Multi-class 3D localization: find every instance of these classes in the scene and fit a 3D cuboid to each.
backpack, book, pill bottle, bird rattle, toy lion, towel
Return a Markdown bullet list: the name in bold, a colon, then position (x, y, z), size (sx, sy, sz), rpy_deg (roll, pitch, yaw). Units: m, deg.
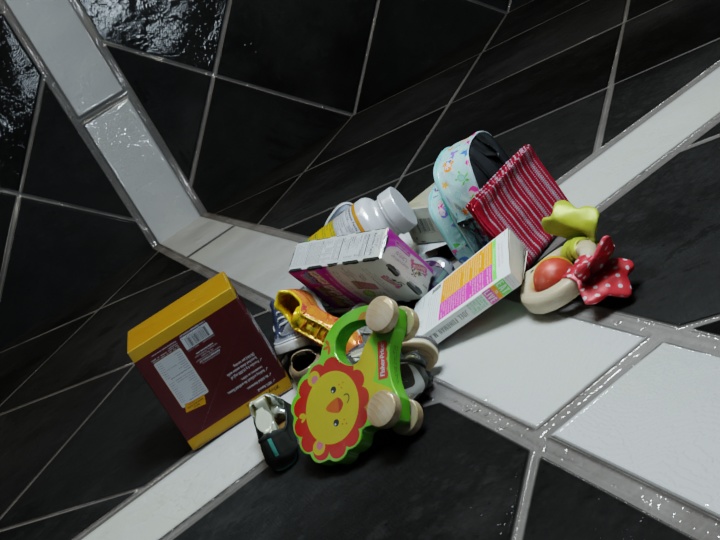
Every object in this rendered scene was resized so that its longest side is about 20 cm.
- **backpack**: position (0.200, -0.123, 1.562), size (0.149, 0.201, 0.178), rpy_deg (-19, 21, 32)
- **book**: position (0.156, 0.037, 1.396), size (0.199, 0.048, 0.134), rpy_deg (-38, 14, 25)
- **pill bottle**: position (-0.001, -0.057, 1.655), size (0.199, 0.111, 0.111), rpy_deg (-36, 15, 18)
- **bird rattle**: position (0.294, 0.005, 1.289), size (0.163, 0.113, 0.201), rpy_deg (-39, 24, 22)
- **toy lion**: position (-0.013, 0.152, 1.237), size (0.190, 0.068, 0.203), rpy_deg (-16, 63, 35)
- **towel**: position (0.260, -0.099, 1.489), size (0.200, 0.145, 0.022), rpy_deg (-45, 11, -36)

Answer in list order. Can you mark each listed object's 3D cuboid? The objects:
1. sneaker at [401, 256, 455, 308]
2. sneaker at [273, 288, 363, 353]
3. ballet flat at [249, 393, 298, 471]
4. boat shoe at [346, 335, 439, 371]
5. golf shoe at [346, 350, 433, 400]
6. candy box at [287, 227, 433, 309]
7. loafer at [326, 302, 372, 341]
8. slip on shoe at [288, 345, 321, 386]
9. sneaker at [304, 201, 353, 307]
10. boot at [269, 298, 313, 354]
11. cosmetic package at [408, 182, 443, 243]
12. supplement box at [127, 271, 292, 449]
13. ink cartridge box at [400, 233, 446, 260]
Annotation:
- **sneaker**: position (0.066, 0.029, 1.583), size (0.199, 0.075, 0.088), rpy_deg (-14, 29, 42)
- **sneaker**: position (-0.069, 0.096, 1.501), size (0.077, 0.074, 0.199), rpy_deg (-1, 25, -46)
- **ballet flat**: position (-0.128, 0.221, 1.376), size (0.068, 0.069, 0.200), rpy_deg (-32, 17, -4)
- **boat shoe**: position (0.035, 0.125, 1.368), size (0.199, 0.072, 0.065), rpy_deg (-24, 24, 39)
- **golf shoe**: position (0.002, 0.167, 1.299), size (0.199, 0.078, 0.095), rpy_deg (-20, 20, 35)
- **candy box**: position (0.000, 0.000, 1.524), size (0.198, 0.136, 0.062), rpy_deg (-6, 57, 38)
- **loafer**: position (0.008, 0.089, 1.511), size (0.070, 0.070, 0.199), rpy_deg (-39, 19, -36)
- **slip on shoe**: position (-0.085, 0.153, 1.506), size (0.075, 0.061, 0.200), rpy_deg (-30, 17, 1)
- **sneaker**: position (-0.042, -0.026, 1.796), size (0.146, 0.076, 0.204), rpy_deg (-133, 63, -74)
- **boot**: position (-0.128, 0.090, 1.622), size (0.072, 0.091, 0.200), rpy_deg (-18, 2, -10)
- **cosmetic package**: position (0.177, -0.132, 1.718), size (0.103, 0.074, 0.200), rpy_deg (-4, 29, 49)
- **supplement box**: position (-0.253, 0.148, 1.560), size (0.196, 0.201, 0.133), rpy_deg (-32, 17, -6)
- **ink cartridge box**: position (0.138, -0.057, 1.750), size (0.172, 0.044, 0.200), rpy_deg (-19, 20, 20)
